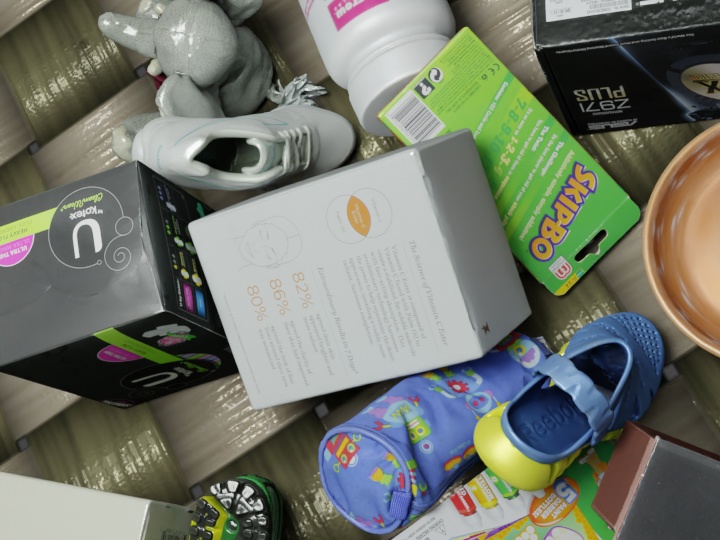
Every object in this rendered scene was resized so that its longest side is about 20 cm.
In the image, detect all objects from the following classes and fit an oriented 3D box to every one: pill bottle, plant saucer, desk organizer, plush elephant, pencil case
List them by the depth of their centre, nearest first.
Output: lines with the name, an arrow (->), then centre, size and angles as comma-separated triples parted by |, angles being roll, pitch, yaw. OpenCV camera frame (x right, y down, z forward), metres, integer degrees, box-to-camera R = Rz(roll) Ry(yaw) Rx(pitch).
desk organizer -> 0.259, 0.168, 0.842 | 0.200, 0.077, 0.072 | 21, 93, -5
pencil case -> 0.061, 0.109, 0.911 | 0.087, 0.200, 0.078 | 27, 126, 31
plant saucer -> 0.308, -0.021, 0.943 | 0.200, 0.037, 0.201 | -6, 71, 18
pill bottle -> 0.011, -0.219, 1.067 | 0.113, 0.113, 0.200 | -26, 67, 11
plush elephant -> -0.145, -0.180, 1.088 | 0.200, 0.155, 0.165 | 10, 78, 23

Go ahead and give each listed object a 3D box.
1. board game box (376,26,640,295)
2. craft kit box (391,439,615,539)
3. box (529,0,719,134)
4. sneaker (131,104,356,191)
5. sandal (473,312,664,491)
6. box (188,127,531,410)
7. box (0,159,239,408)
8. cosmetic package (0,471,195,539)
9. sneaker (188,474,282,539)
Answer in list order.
board game box -> 0.115, -0.081, 0.991 | 0.096, 0.030, 0.200 | -45, 96, 2
craft kit box -> 0.143, 0.212, 0.860 | 0.200, 0.049, 0.198 | -31, 68, -34
box -> 0.237, -0.178, 0.947 | 0.200, 0.164, 0.086 | -5, 72, 17
sneaker -> -0.076, -0.091, 1.028 | 0.080, 0.200, 0.071 | 13, 109, 50
sandal -> 0.163, 0.077, 0.890 | 0.079, 0.200, 0.087 | 43, 130, 11
box -> 0.000, 0.000, 0.957 | 0.200, 0.106, 0.153 | -15, 97, 29
box -> -0.181, 0.018, 1.015 | 0.148, 0.200, 0.125 | -18, 71, 15
cosmetic package -> -0.238, 0.206, 1.034 | 0.200, 0.104, 0.073 | 5, 76, 22
sneaker -> -0.097, 0.252, 0.989 | 0.078, 0.085, 0.200 | 19, 97, 17
